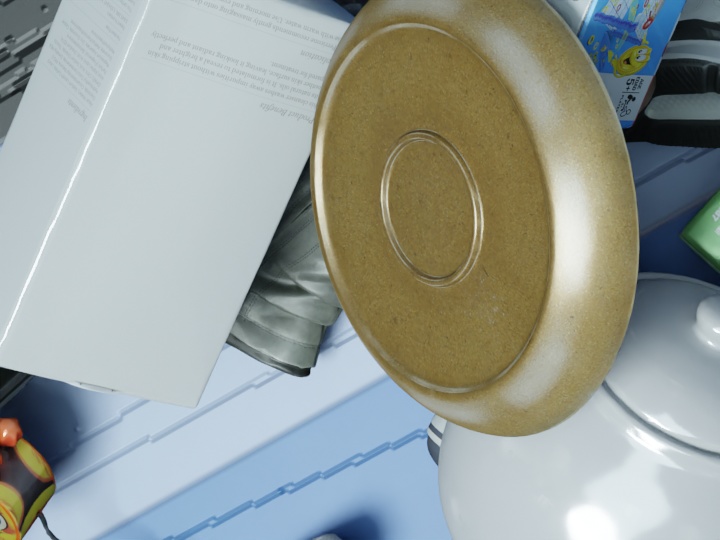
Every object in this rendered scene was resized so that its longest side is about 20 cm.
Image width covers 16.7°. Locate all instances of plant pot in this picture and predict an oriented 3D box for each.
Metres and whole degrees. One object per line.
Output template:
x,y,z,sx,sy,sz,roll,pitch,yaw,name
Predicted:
0.036,-0.027,1.009,0.200,0.027,0.200,20,116,49,plant pot

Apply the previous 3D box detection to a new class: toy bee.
-0.191,0.097,1.219,0.200,0.109,0.131,5,52,4,toy bee

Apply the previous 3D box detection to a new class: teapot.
0.140,0.072,1.077,0.197,0.200,0.146,60,141,37,teapot

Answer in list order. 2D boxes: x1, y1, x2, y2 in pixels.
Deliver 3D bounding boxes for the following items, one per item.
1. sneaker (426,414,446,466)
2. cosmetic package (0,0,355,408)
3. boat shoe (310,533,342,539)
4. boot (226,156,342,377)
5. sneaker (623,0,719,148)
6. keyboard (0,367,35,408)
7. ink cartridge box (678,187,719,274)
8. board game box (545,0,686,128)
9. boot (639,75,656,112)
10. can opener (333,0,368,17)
0.099,0.149,1.174,0.200,0.078,0.079,38,96,5,sneaker
-0.095,-0.048,1.102,0.113,0.081,0.200,17,107,-34,cosmetic package
-0.060,0.211,1.228,0.071,0.072,0.200,44,114,-3,boat shoe
0.000,0.000,1.196,0.200,0.068,0.131,35,106,15,boot
0.121,-0.117,1.158,0.200,0.076,0.115,6,53,34,sneaker
-0.182,0.035,1.204,0.200,0.040,0.104,-43,48,-16,keyboard
0.269,-0.007,1.117,0.200,0.084,0.145,42,103,6,ink cartridge box
0.069,-0.191,1.018,0.200,0.056,0.196,42,120,40,board game box
0.069,-0.137,1.095,0.074,0.075,0.200,-26,47,0,boot
-0.012,-0.094,1.152,0.067,0.053,0.200,-22,61,26,can opener
